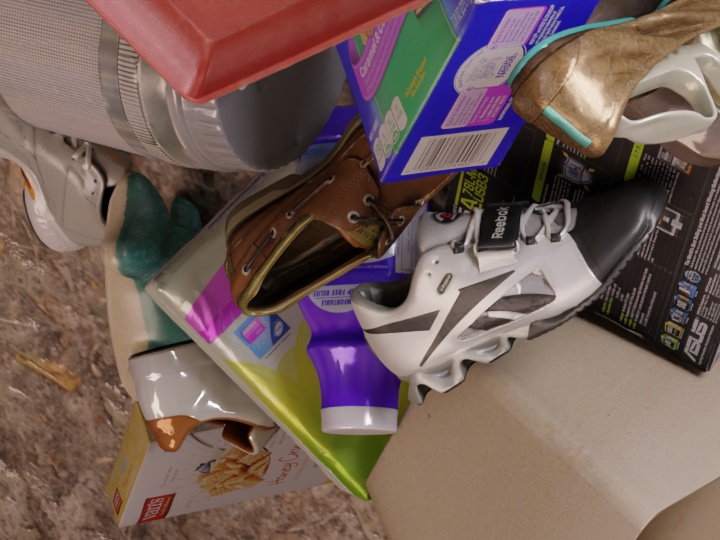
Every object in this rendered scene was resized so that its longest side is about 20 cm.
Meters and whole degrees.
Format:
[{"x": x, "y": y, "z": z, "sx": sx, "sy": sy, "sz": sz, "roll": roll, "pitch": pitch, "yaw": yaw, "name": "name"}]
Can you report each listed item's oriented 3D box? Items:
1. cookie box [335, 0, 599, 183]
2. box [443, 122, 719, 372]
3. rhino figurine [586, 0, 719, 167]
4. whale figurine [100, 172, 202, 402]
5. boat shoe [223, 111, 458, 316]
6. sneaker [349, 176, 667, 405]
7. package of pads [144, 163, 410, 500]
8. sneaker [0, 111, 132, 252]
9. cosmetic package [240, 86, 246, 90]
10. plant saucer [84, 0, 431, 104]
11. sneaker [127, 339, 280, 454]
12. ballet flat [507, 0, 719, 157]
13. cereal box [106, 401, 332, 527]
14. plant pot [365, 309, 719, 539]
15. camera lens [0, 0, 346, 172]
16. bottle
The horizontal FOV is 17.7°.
[{"x": 0.035, "y": -0.176, "z": 1.188, "sx": 0.171, "sy": 0.075, "sz": 0.200, "roll": 119, "pitch": 138, "yaw": -57, "name": "cookie box"}, {"x": 0.148, "y": -0.050, "z": 1.355, "sx": 0.193, "sy": 0.048, "sz": 0.200, "roll": 31, "pitch": 147, "yaw": 16, "name": "box"}, {"x": 0.137, "y": -0.125, "z": 1.235, "sx": 0.200, "sy": 0.088, "sz": 0.060, "roll": 32, "pitch": 146, "yaw": 8, "name": "rhino figurine"}, {"x": -0.121, "y": 0.015, "z": 1.610, "sx": 0.103, "sy": 0.159, "sz": 0.200, "roll": 0, "pitch": 145, "yaw": 11, "name": "whale figurine"}, {"x": 0.003, "y": -0.038, "z": 1.344, "sx": 0.072, "sy": 0.068, "sz": 0.200, "roll": 33, "pitch": 125, "yaw": -31, "name": "boat shoe"}, {"x": 0.078, "y": -0.006, "z": 1.309, "sx": 0.200, "sy": 0.074, "sz": 0.089, "roll": -34, "pitch": 105, "yaw": 23, "name": "sneaker"}, {"x": -0.016, "y": 0.027, "z": 1.507, "sx": 0.200, "sy": 0.155, "sz": 0.068, "roll": 47, "pitch": 168, "yaw": -10, "name": "package of pads"}, {"x": -0.210, "y": -0.093, "z": 1.632, "sx": 0.092, "sy": 0.076, "sz": 0.200, "roll": 2, "pitch": 141, "yaw": 32, "name": "sneaker"}, {"x": -0.065, "y": -0.190, "z": 1.172, "sx": 0.101, "sy": 0.071, "sz": 0.200, "roll": 29, "pitch": 146, "yaw": 1, "name": "cosmetic package"}, {"x": -0.082, "y": -0.182, "z": 1.099, "sx": 0.200, "sy": 0.037, "sz": 0.199, "roll": 44, "pitch": 143, "yaw": -22, "name": "plant saucer"}, {"x": -0.057, "y": 0.076, "z": 1.569, "sx": 0.073, "sy": 0.199, "sz": 0.085, "roll": -14, "pitch": 89, "yaw": 67, "name": "sneaker"}, {"x": 0.155, "y": -0.102, "z": 1.137, "sx": 0.072, "sy": 0.200, "sz": 0.068, "roll": 50, "pitch": 135, "yaw": 13, "name": "ballet flat"}, {"x": -0.074, "y": 0.121, "z": 1.654, "sx": 0.144, "sy": 0.199, "sz": 0.040, "roll": 114, "pitch": 140, "yaw": -57, "name": "cereal box"}, {"x": 0.126, "y": 0.127, "z": 1.436, "sx": 0.177, "sy": 0.200, "sz": 0.200, "roll": 44, "pitch": 128, "yaw": 22, "name": "plant pot"}, {"x": -0.125, "y": -0.150, "z": 1.388, "sx": 0.200, "sy": 0.160, "sz": 0.160, "roll": 16, "pitch": 141, "yaw": 30, "name": "camera lens"}, {"x": 0.000, "y": 0.000, "z": 1.426, "sx": 0.083, "sy": 0.201, "sz": 0.065, "roll": -3, "pitch": 171, "yaw": 26, "name": "bottle"}]
